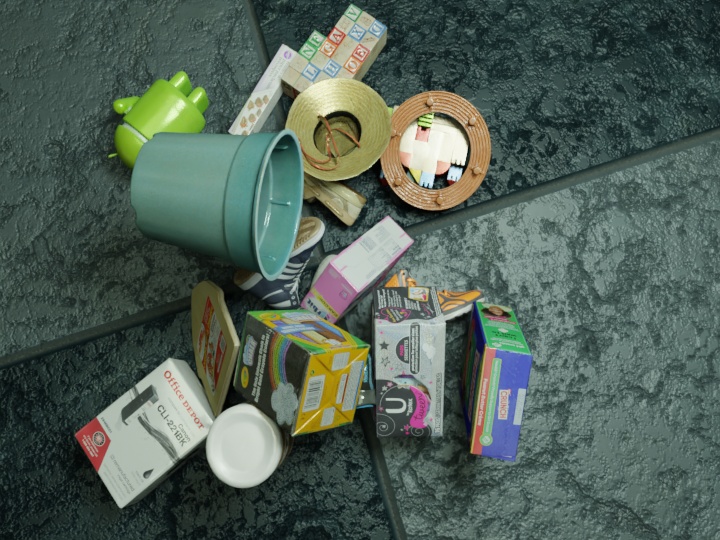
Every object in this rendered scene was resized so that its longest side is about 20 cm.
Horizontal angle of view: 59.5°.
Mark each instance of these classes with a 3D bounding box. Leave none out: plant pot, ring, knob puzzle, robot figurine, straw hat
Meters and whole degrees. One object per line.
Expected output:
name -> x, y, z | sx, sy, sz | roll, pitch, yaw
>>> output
plant pot -> -0.197, -0.104, 0.875 | 0.190, 0.200, 0.207 | 10, 79, 9
ring -> 0.131, -0.208, 1.103 | 0.194, 0.019, 0.207 | 1, 101, 6
knob puzzle -> -0.243, 0.107, 1.052 | 0.030, 0.218, 0.227 | -5, 77, -31
robot figurine -> -0.360, -0.257, 1.137 | 0.174, 0.116, 0.202 | 39, 81, -5
straw hat -> -0.042, -0.233, 1.124 | 0.194, 0.085, 0.207 | 1, 70, -2

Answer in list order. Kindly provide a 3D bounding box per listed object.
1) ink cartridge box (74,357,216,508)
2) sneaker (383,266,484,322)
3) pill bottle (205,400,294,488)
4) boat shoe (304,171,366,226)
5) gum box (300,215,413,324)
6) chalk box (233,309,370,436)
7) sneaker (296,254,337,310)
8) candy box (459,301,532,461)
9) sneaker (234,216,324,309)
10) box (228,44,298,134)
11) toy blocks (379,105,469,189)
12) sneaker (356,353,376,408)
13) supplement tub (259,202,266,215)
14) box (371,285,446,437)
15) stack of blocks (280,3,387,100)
ink cartridge box -> -0.345, 0.267, 1.054 | 0.198, 0.084, 0.145 | -38, 81, -8
sneaker -> 0.114, 0.042, 1.102 | 0.194, 0.078, 0.115 | -17, 81, -4
pill bottle -> -0.163, 0.262, 0.992 | 0.110, 0.200, 0.118 | 0, 83, 3
boat shoe -> -0.085, -0.155, 1.142 | 0.197, 0.071, 0.066 | 34, 103, 10
gum box -> 0.000, 0.000, 1.045 | 0.066, 0.114, 0.199 | 43, 42, 6
chalk box -> -0.103, 0.135, 0.937 | 0.198, 0.122, 0.129 | 25, 106, 43
sneaker -> -0.067, 0.061, 1.079 | 0.072, 0.116, 0.206 | 15, 78, 5
candy box -> 0.207, 0.165, 0.991 | 0.074, 0.201, 0.175 | 6, 106, 1
sneaker -> -0.112, -0.006, 1.073 | 0.197, 0.108, 0.071 | -32, 35, 26
box -> -0.180, -0.328, 1.190 | 0.038, 0.041, 0.203 | 28, 81, 5
toy blocks -> 0.118, -0.211, 1.152 | 0.194, 0.100, 0.141 | 13, 91, 2
sneaker -> -0.026, 0.163, 1.024 | 0.071, 0.198, 0.085 | 2, 90, -28
supplement tub -> -0.192, -0.117, 1.068 | 0.140, 0.200, 0.150 | 0, 78, -1
box -> 0.073, 0.146, 1.012 | 0.111, 0.133, 0.206 | -2, 114, 1
stack of blocks -> -0.049, -0.398, 1.194 | 0.114, 0.059, 0.202 | 33, 81, 6
